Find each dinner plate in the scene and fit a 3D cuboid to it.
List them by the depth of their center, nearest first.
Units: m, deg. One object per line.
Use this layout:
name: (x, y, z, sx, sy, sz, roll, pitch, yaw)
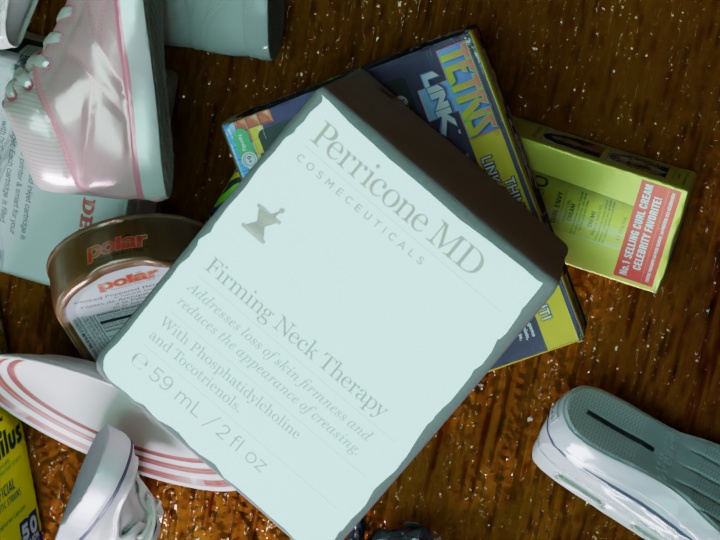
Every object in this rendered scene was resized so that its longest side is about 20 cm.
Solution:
dinner plate: (-0.163, 0.095, 1.463, 0.200, 0.200, 0.024, 16, 69, 10)

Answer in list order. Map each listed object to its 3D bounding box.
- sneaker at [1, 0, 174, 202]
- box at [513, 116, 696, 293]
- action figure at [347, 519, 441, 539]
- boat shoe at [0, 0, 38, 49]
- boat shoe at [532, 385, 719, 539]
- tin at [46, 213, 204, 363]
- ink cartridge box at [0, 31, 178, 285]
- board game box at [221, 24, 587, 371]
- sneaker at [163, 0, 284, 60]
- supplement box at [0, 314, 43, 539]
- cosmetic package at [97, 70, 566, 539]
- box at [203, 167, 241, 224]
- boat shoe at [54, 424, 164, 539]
sneaker: (-0.172, -0.139, 1.340, 0.104, 0.075, 0.201, -2, 101, 7)
box: (0.104, -0.053, 1.386, 0.199, 0.050, 0.075, 19, 110, 9)
action figure: (0.048, 0.225, 1.469, 0.199, 0.102, 0.119, 3, 120, 13)
boat shoe: (-0.192, -0.229, 1.378, 0.069, 0.071, 0.201, 16, 93, 8)
boat shoe: (0.204, 0.145, 1.424, 0.200, 0.074, 0.067, 35, 141, 2)
tin: (-0.131, 0.026, 1.414, 0.112, 0.200, 0.042, -16, 62, 2)
ink cartridge box: (-0.232, -0.080, 1.454, 0.199, 0.083, 0.147, 16, 112, 10)
board game box: (0.028, -0.028, 1.346, 0.165, 0.057, 0.201, -19, 96, 10)
sneaker: (-0.109, -0.231, 1.375, 0.115, 0.074, 0.201, 5, 110, 11)
supplement box: (-0.303, 0.123, 1.528, 0.109, 0.109, 0.201, -3, 107, 17)
cosmetic package: (-0.011, 0.018, 1.238, 0.167, 0.166, 0.200, 40, 101, 1)
box: (0.000, 0.000, 1.421, 0.200, 0.070, 0.064, 33, 109, 3)
boat shoe: (-0.166, 0.167, 1.489, 0.066, 0.072, 0.200, 20, 146, -6)
